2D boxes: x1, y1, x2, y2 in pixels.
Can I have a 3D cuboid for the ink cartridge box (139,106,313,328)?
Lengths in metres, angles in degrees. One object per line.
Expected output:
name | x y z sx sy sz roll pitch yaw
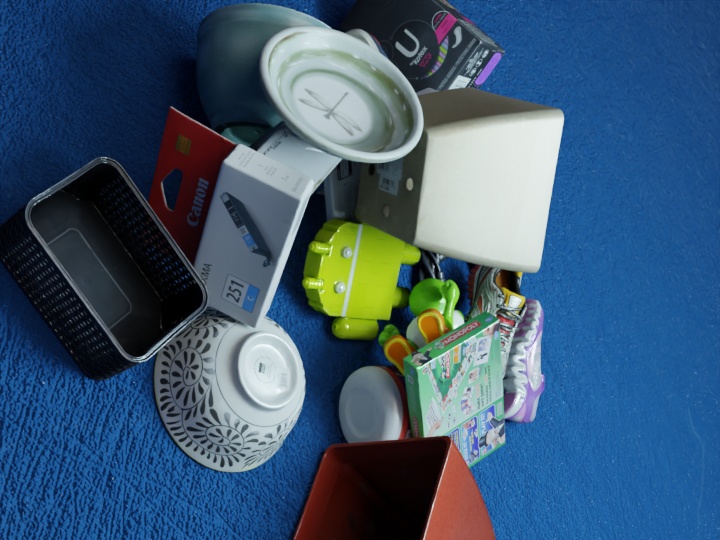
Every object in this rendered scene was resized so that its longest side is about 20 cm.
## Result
ink cartridge box | -0.159 -0.052 1.092 0.174 0.201 0.045 26 40 3

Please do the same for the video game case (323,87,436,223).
video game case | 0.030 -0.122 1.335 0.181 0.022 0.202 -26 132 -27

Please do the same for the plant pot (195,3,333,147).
plant pot | -0.117 -0.215 1.245 0.199 0.199 0.136 22 69 -34

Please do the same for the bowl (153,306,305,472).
bowl | -0.130 0.125 1.163 0.199 0.094 0.204 16 64 -36

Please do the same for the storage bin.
storage bin | -0.277 -0.001 1.081 0.201 0.093 0.135 55 47 -9

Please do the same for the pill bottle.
pill bottle | 0.075 0.179 1.311 0.198 0.112 0.114 2 72 -41

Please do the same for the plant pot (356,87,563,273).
plant pot | 0.106 -0.114 1.237 0.175 0.199 0.203 -4 109 -32

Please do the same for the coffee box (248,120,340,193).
coffee box | -0.127 -0.093 1.175 0.080 0.199 0.115 49 50 -12

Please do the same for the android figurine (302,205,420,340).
android figurine | 0.000 0.000 1.322 0.198 0.041 0.185 9 95 -46

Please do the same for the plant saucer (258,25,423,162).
plant saucer | -0.027 -0.186 1.117 0.198 0.050 0.202 17 48 -19

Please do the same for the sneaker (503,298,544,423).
sneaker | 0.242 0.142 1.505 0.088 0.080 0.202 35 58 -34

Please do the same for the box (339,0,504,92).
box | 0.088 -0.333 1.445 0.200 0.123 0.106 44 21 19

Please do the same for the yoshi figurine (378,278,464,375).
yoshi figurine | 0.086 0.064 1.317 0.200 0.111 0.114 -25 126 -73

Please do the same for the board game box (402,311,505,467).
board game box | 0.120 0.165 1.243 0.133 0.029 0.202 -26 127 -27

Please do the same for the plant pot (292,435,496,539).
plant pot | 0.052 0.334 1.187 0.176 0.198 0.202 46 49 -32

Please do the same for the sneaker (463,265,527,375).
sneaker | 0.188 0.064 1.410 0.077 0.082 0.202 24 56 -27

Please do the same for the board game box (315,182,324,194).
board game box | 0.025 -0.188 1.447 0.194 0.056 0.203 15 64 -37

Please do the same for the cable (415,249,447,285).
cable | 0.150 0.026 1.479 0.162 0.051 0.202 30 57 -30

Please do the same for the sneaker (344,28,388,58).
sneaker | 0.029 -0.236 1.387 0.085 0.074 0.203 -47 121 -69
